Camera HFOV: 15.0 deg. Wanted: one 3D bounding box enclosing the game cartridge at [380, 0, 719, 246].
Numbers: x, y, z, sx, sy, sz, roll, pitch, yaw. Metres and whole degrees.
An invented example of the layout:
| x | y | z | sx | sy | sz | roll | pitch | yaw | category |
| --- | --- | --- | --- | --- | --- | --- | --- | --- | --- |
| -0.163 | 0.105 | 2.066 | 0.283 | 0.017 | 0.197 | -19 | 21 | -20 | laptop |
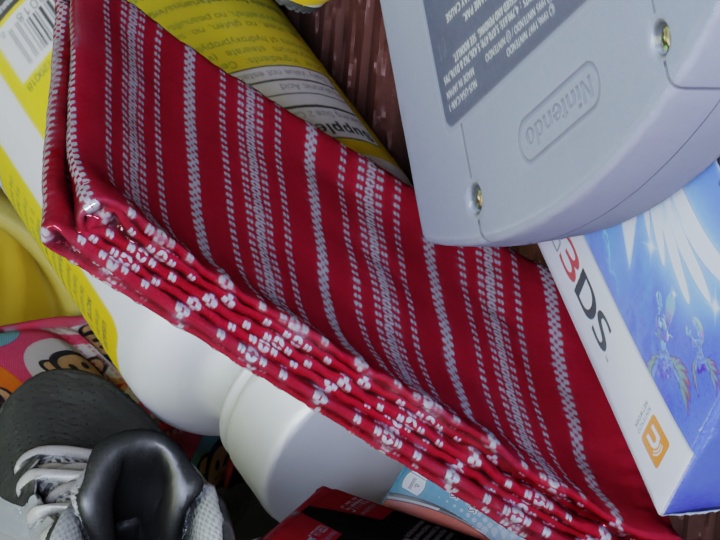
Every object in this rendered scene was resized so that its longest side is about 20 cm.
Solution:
| x | y | z | sx | sy | sz | roll | pitch | yaw | category |
| --- | --- | --- | --- | --- | --- | --- | --- | --- | --- |
| 0.056 | -0.082 | 0.702 | 0.200 | 0.041 | 0.134 | 139 | 119 | -64 | game cartridge |

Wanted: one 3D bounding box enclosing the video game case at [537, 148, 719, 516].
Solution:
| x | y | z | sx | sy | sz | roll | pitch | yaw | category |
| --- | --- | --- | --- | --- | --- | --- | --- | --- | --- |
| 0.094 | -0.067 | 0.718 | 0.201 | 0.045 | 0.182 | 109 | 147 | -46 | video game case |

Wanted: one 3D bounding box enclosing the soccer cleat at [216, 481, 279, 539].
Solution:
| x | y | z | sx | sy | sz | roll | pitch | yaw | category |
| --- | --- | --- | --- | --- | --- | --- | --- | --- | --- |
| -0.056 | 0.163 | 0.876 | 0.064 | 0.084 | 0.201 | 24 | 81 | 32 | soccer cleat |

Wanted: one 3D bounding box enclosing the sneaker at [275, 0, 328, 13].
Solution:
| x | y | z | sx | sy | sz | roll | pitch | yaw | category |
| --- | --- | --- | --- | --- | --- | --- | --- | --- | --- |
| -0.012 | -0.189 | 0.876 | 0.090 | 0.070 | 0.201 | -18 | 80 | 29 | sneaker |

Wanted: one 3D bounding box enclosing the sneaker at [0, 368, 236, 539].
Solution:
| x | y | z | sx | sy | sz | roll | pitch | yaw | category |
| --- | --- | --- | --- | --- | --- | --- | --- | --- | --- |
| -0.064 | 0.071 | 0.766 | 0.201 | 0.075 | 0.116 | -113 | 20 | -46 | sneaker |

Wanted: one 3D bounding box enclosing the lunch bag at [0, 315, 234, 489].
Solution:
| x | y | z | sx | sy | sz | roll | pitch | yaw | category |
| --- | --- | --- | --- | --- | --- | --- | --- | --- | --- |
| -0.151 | 0.108 | 0.938 | 0.082 | 0.199 | 0.177 | 45 | 126 | 34 | lunch bag |

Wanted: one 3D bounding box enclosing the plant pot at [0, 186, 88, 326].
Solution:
| x | y | z | sx | sy | sz | roll | pitch | yaw | category |
| --- | --- | --- | --- | --- | --- | --- | --- | --- | --- |
| -0.220 | -0.002 | 1.015 | 0.189 | 0.200 | 0.202 | 55 | 129 | 45 | plant pot |

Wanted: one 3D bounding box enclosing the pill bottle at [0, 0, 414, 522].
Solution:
| x | y | z | sx | sy | sz | roll | pitch | yaw | category |
| --- | --- | --- | --- | --- | --- | --- | --- | --- | --- |
| -0.045 | -0.018 | 0.877 | 0.200 | 0.111 | 0.112 | 55 | 128 | 31 | pill bottle |

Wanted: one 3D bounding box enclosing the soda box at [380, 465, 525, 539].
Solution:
| x | y | z | sx | sy | sz | roll | pitch | yaw | category |
| --- | --- | --- | --- | --- | --- | --- | --- | --- | --- |
| 0.001 | 0.146 | 0.808 | 0.063 | 0.068 | 0.201 | 29 | 83 | 14 | soda box |

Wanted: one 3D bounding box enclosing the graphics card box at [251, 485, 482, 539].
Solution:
| x | y | z | sx | sy | sz | roll | pitch | yaw | category |
| --- | --- | --- | --- | --- | --- | --- | --- | --- | --- |
| 0.067 | 0.115 | 0.709 | 0.199 | 0.125 | 0.051 | 18 | 93 | 6 | graphics card box |

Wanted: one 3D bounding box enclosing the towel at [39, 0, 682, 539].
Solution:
| x | y | z | sx | sy | sz | roll | pitch | yaw | category |
| --- | --- | --- | --- | --- | --- | --- | --- | --- | --- |
| 0.000 | 0.000 | 0.754 | 0.023 | 0.199 | 0.145 | -49 | 23 | 22 | towel |
